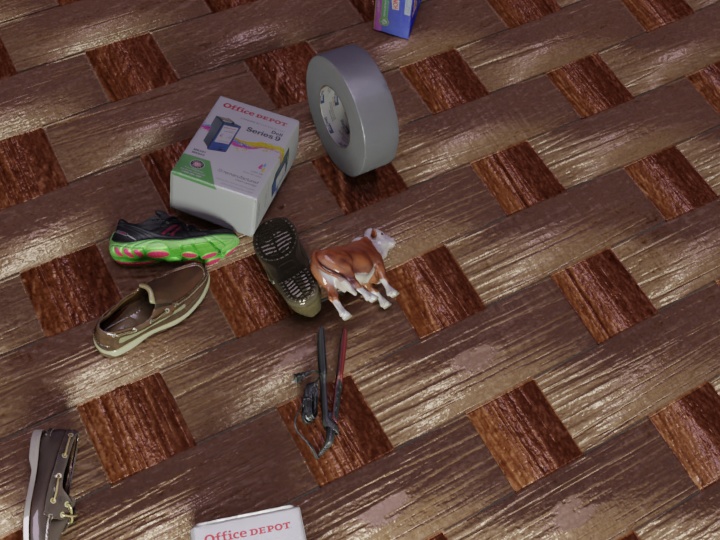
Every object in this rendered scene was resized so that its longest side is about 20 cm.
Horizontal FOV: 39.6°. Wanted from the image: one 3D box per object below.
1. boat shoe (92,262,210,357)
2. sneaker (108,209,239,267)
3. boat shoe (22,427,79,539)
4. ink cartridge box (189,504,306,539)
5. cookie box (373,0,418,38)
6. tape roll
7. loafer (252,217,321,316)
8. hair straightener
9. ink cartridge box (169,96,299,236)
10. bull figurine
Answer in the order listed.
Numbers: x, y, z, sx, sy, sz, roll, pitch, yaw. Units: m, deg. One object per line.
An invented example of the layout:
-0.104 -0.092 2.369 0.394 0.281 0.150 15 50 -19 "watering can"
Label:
-0.302 0.048 1.467 0.075 0.075 0.202 40 62 17 "boat shoe"
-0.284 -0.055 1.533 0.197 0.077 0.085 0 62 -8 "sneaker"
-0.401 0.299 1.307 0.059 0.072 0.202 -4 54 -6 "boat shoe"
-0.129 0.416 1.261 0.145 0.083 0.202 -8 61 -12 "ink cartridge box"
0.086 -0.561 1.833 0.074 0.172 0.202 15 58 5 "cookie box"
-0.015 -0.258 1.617 0.066 0.201 0.201 -23 64 -20 "tape roll"
-0.111 -0.002 1.530 0.075 0.068 0.201 -21 47 -4 "loafer"
-0.063 0.173 1.450 0.076 0.041 0.203 6 63 -3 "hair straightener"
-0.197 -0.170 1.590 0.144 0.088 0.201 19 47 6 "ink cartridge box"
0.000 0.000 1.511 0.199 0.065 0.122 -16 68 -53 "bull figurine"
